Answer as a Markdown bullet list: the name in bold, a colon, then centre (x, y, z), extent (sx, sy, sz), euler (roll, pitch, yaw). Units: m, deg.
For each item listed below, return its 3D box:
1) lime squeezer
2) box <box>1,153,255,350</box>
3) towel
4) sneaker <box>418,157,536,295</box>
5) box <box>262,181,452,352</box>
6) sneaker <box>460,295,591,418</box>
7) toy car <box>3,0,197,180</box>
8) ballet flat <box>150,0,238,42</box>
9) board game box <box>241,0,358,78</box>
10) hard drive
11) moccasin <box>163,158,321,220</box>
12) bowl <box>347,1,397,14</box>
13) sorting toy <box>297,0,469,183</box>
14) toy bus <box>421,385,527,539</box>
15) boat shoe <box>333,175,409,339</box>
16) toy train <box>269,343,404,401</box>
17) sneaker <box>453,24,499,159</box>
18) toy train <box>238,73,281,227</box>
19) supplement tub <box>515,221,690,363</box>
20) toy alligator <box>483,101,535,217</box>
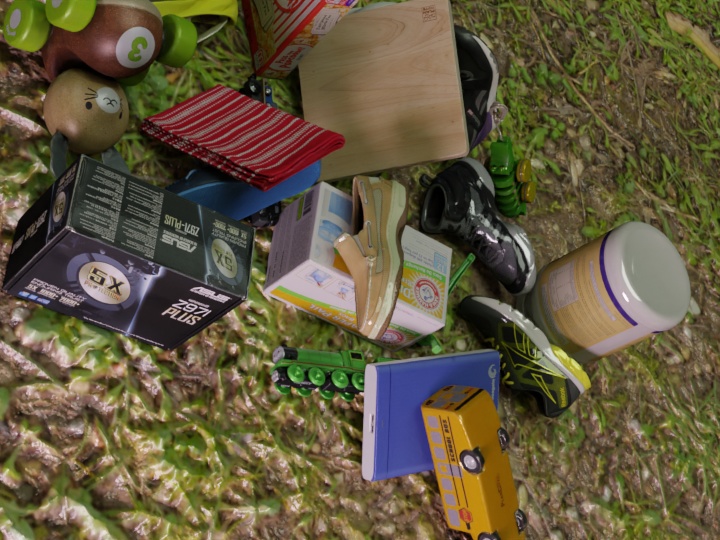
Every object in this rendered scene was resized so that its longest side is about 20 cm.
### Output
- **lime squeezer**: centre (0.094, 0.050, 1.601), extent (0.038, 0.071, 0.200), euler (29, 38, -2)
- **box**: centre (-0.232, -0.011, 1.301), extent (0.199, 0.163, 0.087), euler (23, 55, -29)
- **towel**: centre (-0.133, -0.156, 1.463), extent (0.199, 0.023, 0.144), euler (26, 39, 28)
- **sneaker**: centre (0.145, -0.048, 1.687), extent (0.113, 0.075, 0.201), euler (-17, 74, -42)
- **box**: centre (0.000, 0.000, 1.524), extent (0.199, 0.101, 0.113), euler (25, 55, -27)
- **sneaker**: centre (0.201, 0.110, 1.652), extent (0.199, 0.074, 0.085), euler (38, 81, 1)
- **toy car**: centre (-0.279, -0.183, 1.370), extent (0.164, 0.157, 0.202), euler (14, 72, -45)
- **ballet flat**: centre (-0.218, -0.298, 1.526), extent (0.199, 0.066, 0.068), euler (-25, 106, -45)
- **board game box**: centre (-0.077, -0.348, 1.564), extent (0.046, 0.200, 0.153), euler (1, 68, -33)
- **hard drive**: centre (0.086, 0.168, 1.527), extent (0.199, 0.025, 0.133), euler (-4, 98, -41)
- **moccasin**: centre (-0.143, -0.101, 1.472), extent (0.199, 0.081, 0.068), euler (-17, 52, -24)
- **bowl**: centre (0.057, -0.279, 1.716), extent (0.200, 0.090, 0.203), euler (17, 60, -31)
- **sorting toy**: centre (0.031, -0.218, 1.605), extent (0.070, 0.198, 0.201), euler (20, 62, -72)
- **toy bus**: centre (0.133, 0.239, 1.502), extent (0.065, 0.078, 0.202), euler (-31, 114, -44)
- **boat shoe**: centre (0.004, -0.018, 1.431), extent (0.076, 0.072, 0.201), euler (16, 53, -15)
- **toy train**: centre (-0.019, 0.119, 1.495), extent (0.199, 0.042, 0.057), euler (11, 53, -35)
- **sneaker**: centre (0.130, -0.222, 1.671), extent (0.088, 0.075, 0.201), euler (-51, 148, -23)
- **toy train**: centre (-0.117, -0.144, 1.547), extent (0.046, 0.034, 0.202), euler (12, 62, -38)
- **supplement tub**: centre (0.314, 0.037, 1.692), extent (0.144, 0.200, 0.147), euler (18, 59, -32)
- **toy alligator**: centre (0.191, -0.132, 1.727), extent (0.055, 0.059, 0.201), euler (-64, 148, -35)
